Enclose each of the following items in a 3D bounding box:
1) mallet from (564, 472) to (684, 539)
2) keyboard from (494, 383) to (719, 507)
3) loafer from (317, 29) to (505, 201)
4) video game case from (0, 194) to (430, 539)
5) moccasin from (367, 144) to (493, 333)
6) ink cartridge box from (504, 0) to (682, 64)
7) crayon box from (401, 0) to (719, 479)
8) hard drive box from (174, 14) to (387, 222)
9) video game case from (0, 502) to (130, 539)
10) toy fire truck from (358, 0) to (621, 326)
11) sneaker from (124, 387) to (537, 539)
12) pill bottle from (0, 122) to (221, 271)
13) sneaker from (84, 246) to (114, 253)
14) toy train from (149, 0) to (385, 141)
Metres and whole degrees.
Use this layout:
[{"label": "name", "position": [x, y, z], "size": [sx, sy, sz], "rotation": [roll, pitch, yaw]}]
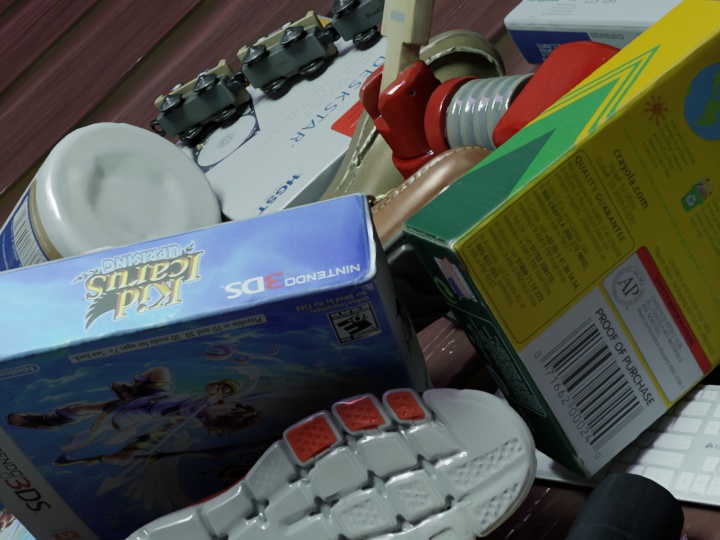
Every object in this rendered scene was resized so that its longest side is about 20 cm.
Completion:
[{"label": "mallet", "position": [0.041, 0.135, 0.735], "size": [0.200, 0.041, 0.066], "rotation": [-22, 27, 38]}, {"label": "keyboard", "position": [0.118, 0.071, 0.762], "size": [0.200, 0.011, 0.056], "rotation": [1, 46, 53]}, {"label": "loafer", "position": [0.022, -0.039, 0.966], "size": [0.200, 0.076, 0.067], "rotation": [-58, 26, -2]}, {"label": "video game case", "position": [-0.074, 0.052, 0.777], "size": [0.199, 0.181, 0.046], "rotation": [-12, 59, 6]}, {"label": "moccasin", "position": [0.001, 0.000, 0.844], "size": [0.201, 0.073, 0.078], "rotation": [-49, 45, 47]}, {"label": "ink cartridge box", "position": [0.209, -0.191, 1.031], "size": [0.200, 0.043, 0.196], "rotation": [-44, 26, -17]}, {"label": "crayon box", "position": [0.130, -0.025, 0.756], "size": [0.200, 0.127, 0.051], "rotation": [-38, 24, -13]}, {"label": "hard drive box", "position": [-0.021, -0.069, 1.090], "size": [0.156, 0.077, 0.200], "rotation": [-44, 27, -10]}, {"label": "video game case", "position": [-0.173, 0.133, 0.968], "size": [0.181, 0.045, 0.200], "rotation": [-29, 28, 36]}, {"label": "toy fire truck", "position": [0.072, -0.085, 0.854], "size": [0.176, 0.200, 0.129], "rotation": [1, 46, 52]}, {"label": "sneaker", "position": [-0.016, 0.101, 0.767], "size": [0.199, 0.077, 0.082], "rotation": [-23, -4, 14]}, {"label": "pill bottle", "position": [-0.171, 0.010, 1.065], "size": [0.200, 0.111, 0.111], "rotation": [-46, 13, 46]}, {"label": "sneaker", "position": [-0.180, 0.073, 0.928], "size": [0.200, 0.078, 0.099], "rotation": [-42, 27, 9]}, {"label": "toy train", "position": [-0.049, -0.135, 1.104], "size": [0.199, 0.034, 0.046], "rotation": [-26, 25, 23]}]
